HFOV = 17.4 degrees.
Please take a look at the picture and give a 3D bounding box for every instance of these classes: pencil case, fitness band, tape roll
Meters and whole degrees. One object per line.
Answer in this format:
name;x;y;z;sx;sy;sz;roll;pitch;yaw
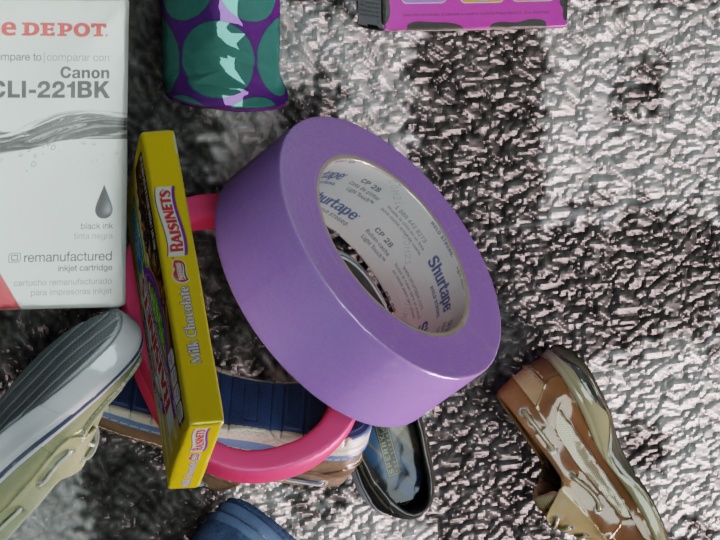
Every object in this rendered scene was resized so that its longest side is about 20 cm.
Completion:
pencil case;-0.087;-0.203;1.526;0.092;0.085;0.200;-18;110;-61
fitness band;-0.080;0.042;1.541;0.143;0.037;0.200;-17;70;-21
tape roll;0.000;0.000;1.530;0.200;0.200;0.066;40;122;-21

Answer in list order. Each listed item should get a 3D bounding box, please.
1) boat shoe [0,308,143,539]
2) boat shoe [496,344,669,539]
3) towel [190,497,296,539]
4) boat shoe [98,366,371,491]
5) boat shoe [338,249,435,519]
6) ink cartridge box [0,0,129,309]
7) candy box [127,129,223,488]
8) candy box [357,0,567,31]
boat shoe;-0.202;0.104;1.521;0.062;0.072;0.200;39;112;-24
boat shoe;0.157;0.152;1.682;0.074;0.076;0.200;-27;98;-9
towel;-0.100;0.257;1.576;0.112;0.049;0.200;44;60;-19
boat shoe;-0.096;0.111;1.572;0.200;0.072;0.072;12;128;-2
boat shoe;0.006;0.081;1.613;0.070;0.066;0.200;-18;104;-17
ink cartridge box;-0.225;-0.079;1.495;0.144;0.084;0.200;-1;98;-19
candy box;-0.117;0.024;1.461;0.026;0.102;0.200;-5;64;-13
candy box;0.068;-0.263;1.586;0.136;0.061;0.200;-3;100;-19
